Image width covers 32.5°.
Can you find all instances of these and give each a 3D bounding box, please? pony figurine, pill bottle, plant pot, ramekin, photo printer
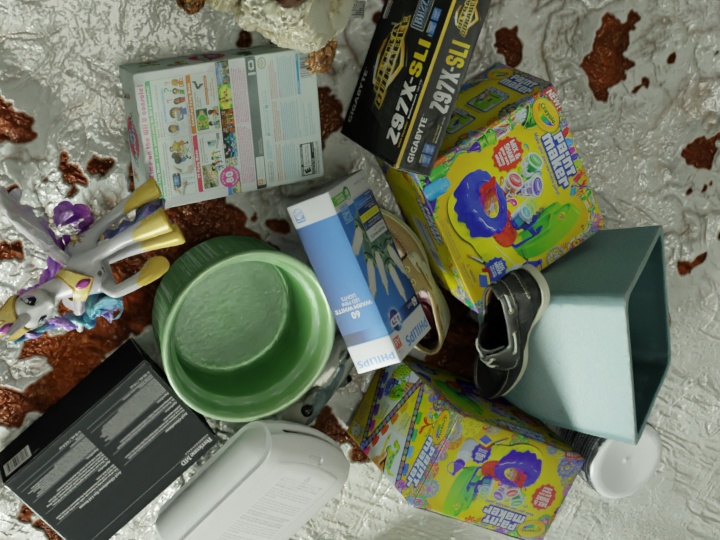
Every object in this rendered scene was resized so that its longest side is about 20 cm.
[{"bbox_3d":[-0.277,-0.013,1.225,0.199,0.193,0.167,-29,116,-2],"label":"pony figurine"},{"bbox_3d":[0.283,0.193,1.568,0.105,0.200,0.107,-10,116,-21],"label":"pill bottle"},{"bbox_3d":[0.253,0.068,1.496,0.196,0.198,0.197,-48,135,-53],"label":"plant pot"},{"bbox_3d":[-0.136,0.058,1.381,0.198,0.098,0.202,-9,113,-22],"label":"ramekin"},{"bbox_3d":[-0.117,0.256,1.438,0.200,0.070,0.166,-45,141,14],"label":"photo printer"}]

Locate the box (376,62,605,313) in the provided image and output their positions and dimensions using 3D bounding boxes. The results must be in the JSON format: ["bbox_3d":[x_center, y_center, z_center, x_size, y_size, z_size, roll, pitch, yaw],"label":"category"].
[{"bbox_3d":[0.150,-0.098,1.442,0.192,0.122,0.201,-34,120,-10],"label":"box"}]

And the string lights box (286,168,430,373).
[{"bbox_3d":[0.000,0.000,1.372,0.059,0.103,0.201,-19,101,28],"label":"string lights box"}]

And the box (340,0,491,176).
[{"bbox_3d":[0.056,-0.218,1.330,0.049,0.160,0.201,13,104,-28],"label":"box"}]

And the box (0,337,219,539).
[{"bbox_3d":[-0.281,0.198,1.379,0.200,0.079,0.141,-41,117,-6],"label":"box"}]

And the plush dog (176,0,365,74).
[{"bbox_3d":[-0.093,-0.293,1.242,0.200,0.171,0.161,-53,166,-33],"label":"plush dog"}]

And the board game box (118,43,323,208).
[{"bbox_3d":[-0.145,-0.157,1.316,0.198,0.064,0.149,-12,113,-22],"label":"board game box"}]

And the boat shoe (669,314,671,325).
[{"bbox_3d":[0.337,0.018,1.601,0.199,0.072,0.076,34,93,-31],"label":"boat shoe"}]

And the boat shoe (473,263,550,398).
[{"bbox_3d":[0.155,0.077,1.410,0.067,0.072,0.201,-25,146,-30],"label":"boat shoe"}]

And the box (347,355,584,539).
[{"bbox_3d":[0.124,0.212,1.497,0.199,0.193,0.123,22,99,-30],"label":"box"}]

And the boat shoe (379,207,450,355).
[{"bbox_3d":[0.051,0.015,1.456,0.074,0.067,0.201,-26,118,18],"label":"boat shoe"}]

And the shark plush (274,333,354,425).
[{"bbox_3d":[-0.037,0.115,1.491,0.200,0.090,0.084,-51,144,-23],"label":"shark plush"}]
